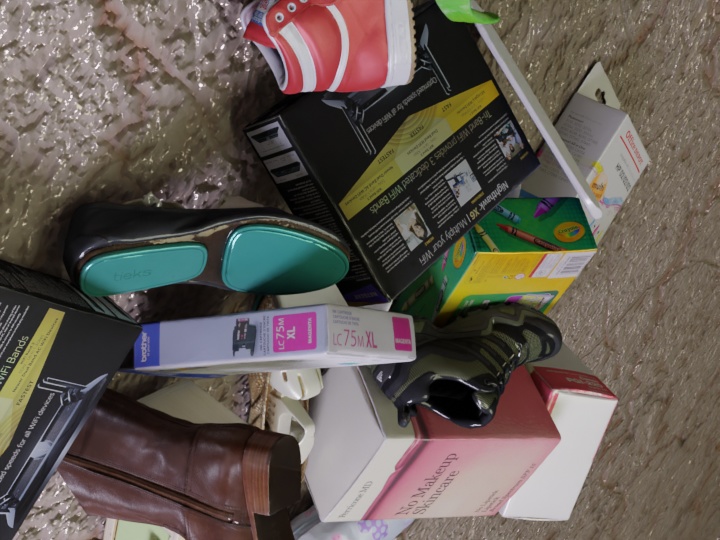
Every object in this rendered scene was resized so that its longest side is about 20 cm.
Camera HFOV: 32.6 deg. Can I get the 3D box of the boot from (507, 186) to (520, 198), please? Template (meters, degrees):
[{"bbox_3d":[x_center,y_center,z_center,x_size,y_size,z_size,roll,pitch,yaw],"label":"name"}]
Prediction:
[{"bbox_3d":[0.084,-0.031,1.156,0.090,0.073,0.200,-12,136,-20],"label":"boot"}]

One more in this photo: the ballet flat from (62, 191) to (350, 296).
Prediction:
[{"bbox_3d":[-0.103,-0.023,0.832,0.200,0.073,0.073,-2,120,-27],"label":"ballet flat"}]

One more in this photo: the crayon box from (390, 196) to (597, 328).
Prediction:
[{"bbox_3d":[0.112,0.015,1.104,0.119,0.058,0.200,-2,148,-22],"label":"crayon box"}]

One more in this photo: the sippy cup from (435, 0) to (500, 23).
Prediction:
[{"bbox_3d":[0.093,-0.282,0.900,0.178,0.140,0.130,-50,165,22],"label":"sippy cup"}]

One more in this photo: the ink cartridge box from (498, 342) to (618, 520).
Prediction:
[{"bbox_3d":[0.157,0.137,1.246,0.085,0.200,0.146,9,111,-26],"label":"ink cartridge box"}]

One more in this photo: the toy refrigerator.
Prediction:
[{"bbox_3d":[-0.151,0.192,0.958,0.070,0.076,0.200,-23,138,-48],"label":"toy refrigerator"}]

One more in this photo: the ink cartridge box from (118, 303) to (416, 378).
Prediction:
[{"bbox_3d":[-0.075,0.053,0.892,0.119,0.200,0.042,11,72,-58],"label":"ink cartridge box"}]

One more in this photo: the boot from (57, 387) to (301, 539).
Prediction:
[{"bbox_3d":[-0.136,0.181,0.851,0.064,0.200,0.187,6,91,-60],"label":"boot"}]

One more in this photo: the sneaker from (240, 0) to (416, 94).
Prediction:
[{"bbox_3d":[-0.031,-0.215,0.819,0.112,0.071,0.201,-12,104,-15],"label":"sneaker"}]

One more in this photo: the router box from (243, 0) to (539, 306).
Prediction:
[{"bbox_3d":[0.030,-0.093,0.933,0.200,0.052,0.157,-40,108,-33],"label":"router box"}]

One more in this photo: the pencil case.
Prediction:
[{"bbox_3d":[-0.012,0.251,1.216,0.200,0.083,0.091,-35,147,-34],"label":"pencil case"}]

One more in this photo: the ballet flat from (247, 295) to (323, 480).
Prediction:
[{"bbox_3d":[-0.060,0.105,1.043,0.070,0.065,0.200,-26,135,-38],"label":"ballet flat"}]

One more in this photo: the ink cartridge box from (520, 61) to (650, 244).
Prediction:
[{"bbox_3d":[0.239,-0.105,1.304,0.200,0.068,0.115,-58,149,-4],"label":"ink cartridge box"}]

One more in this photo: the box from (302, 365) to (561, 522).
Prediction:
[{"bbox_3d":[0.057,0.147,1.113,0.200,0.109,0.128,5,135,-34],"label":"box"}]

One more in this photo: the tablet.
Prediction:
[{"bbox_3d":[0.144,-0.132,1.015,0.014,0.200,0.130,-32,172,10],"label":"tablet"}]

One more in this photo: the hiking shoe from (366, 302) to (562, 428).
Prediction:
[{"bbox_3d":[0.097,0.090,1.053,0.200,0.101,0.076,-5,150,-30],"label":"hiking shoe"}]

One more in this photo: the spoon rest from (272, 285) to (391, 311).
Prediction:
[{"bbox_3d":[0.000,0.000,1.021,0.061,0.099,0.200,-39,180,42],"label":"spoon rest"}]

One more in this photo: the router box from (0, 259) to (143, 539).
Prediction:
[{"bbox_3d":[-0.247,0.092,0.762,0.200,0.052,0.157,-57,149,4],"label":"router box"}]
